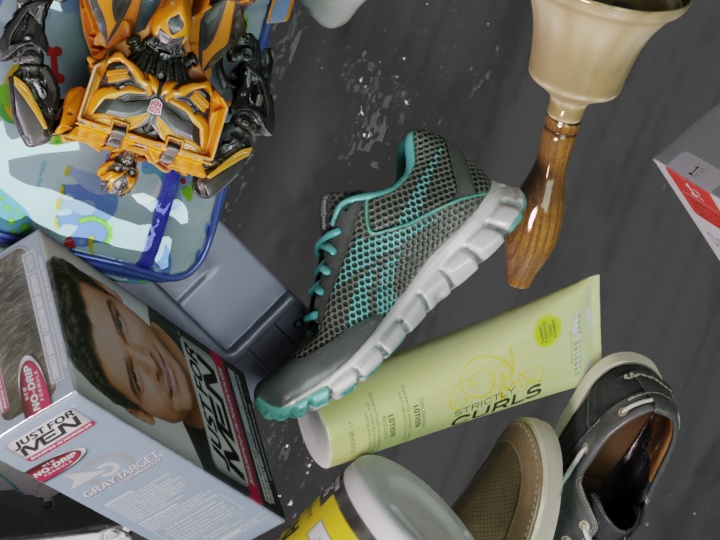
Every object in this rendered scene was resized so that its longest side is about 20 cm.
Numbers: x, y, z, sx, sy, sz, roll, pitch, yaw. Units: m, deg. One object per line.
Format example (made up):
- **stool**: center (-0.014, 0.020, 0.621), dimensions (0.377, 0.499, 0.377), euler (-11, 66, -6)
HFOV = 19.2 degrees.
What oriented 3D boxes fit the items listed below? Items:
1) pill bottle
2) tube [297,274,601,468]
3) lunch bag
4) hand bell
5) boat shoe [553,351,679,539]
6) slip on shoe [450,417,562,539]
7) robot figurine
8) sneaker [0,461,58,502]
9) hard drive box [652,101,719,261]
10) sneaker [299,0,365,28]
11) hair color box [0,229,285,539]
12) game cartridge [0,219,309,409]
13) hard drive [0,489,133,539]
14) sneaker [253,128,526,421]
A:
- **pill bottle**: center (-0.027, 0.213, 1.246), dimensions (0.111, 0.111, 0.200), euler (38, 104, -27)
- **tube**: center (0.060, 0.063, 1.274), dimensions (0.199, 0.058, 0.052), euler (-18, 75, -20)
- **lunch bag**: center (-0.132, -0.100, 1.104), dimensions (0.160, 0.082, 0.201), euler (19, 84, -23)
- **hand bell**: center (0.114, -0.080, 1.237), dimensions (0.103, 0.104, 0.201), euler (3, 119, -22)
- **boat shoe**: center (0.138, 0.151, 1.316), dimensions (0.071, 0.068, 0.201), euler (13, 112, -28)
- **slip on shoe**: center (0.060, 0.180, 1.301), dimensions (0.060, 0.076, 0.201), euler (16, 109, -27)
- **robot figurine**: center (-0.095, -0.135, 1.042), dimensions (0.144, 0.058, 0.202), euler (15, 84, -22)
- **sneaker**: center (-0.206, 0.100, 1.172), dimensions (0.199, 0.070, 0.081), euler (14, 100, -24)
- **hard drive box**: center (0.284, 0.002, 1.278), dimensions (0.077, 0.156, 0.200), euler (-38, 116, -3)
- **sneaker**: center (0.034, -0.205, 1.168), dimensions (0.199, 0.078, 0.100), euler (-33, 143, -17)
- **hair color box**: center (-0.122, 0.070, 1.094), dimensions (0.060, 0.099, 0.200), euler (-30, 145, 15)
- **game cartridge**: center (-0.126, 0.014, 1.194), dimensions (0.130, 0.038, 0.200), euler (-47, 117, -5)
- **hard drive**: center (-0.204, 0.191, 1.167), dimensions (0.139, 0.038, 0.201), euler (-4, 141, -19)
- **sneaker**: center (0.000, 0.000, 1.208), dimensions (0.091, 0.078, 0.200), euler (46, 70, -2)
